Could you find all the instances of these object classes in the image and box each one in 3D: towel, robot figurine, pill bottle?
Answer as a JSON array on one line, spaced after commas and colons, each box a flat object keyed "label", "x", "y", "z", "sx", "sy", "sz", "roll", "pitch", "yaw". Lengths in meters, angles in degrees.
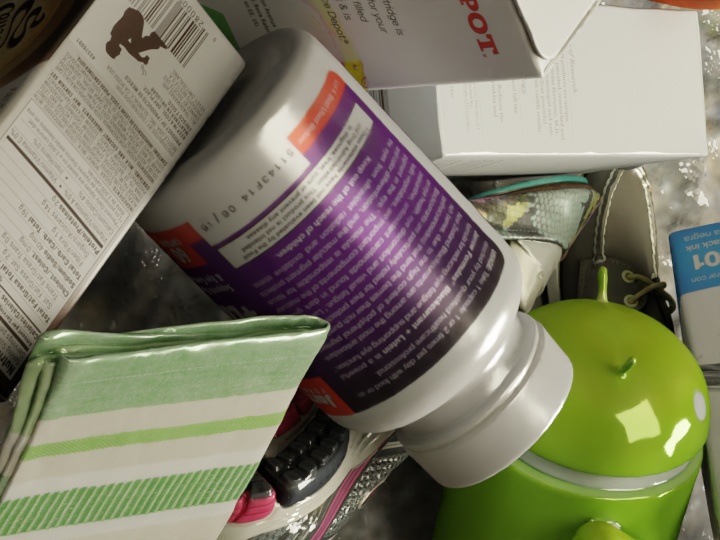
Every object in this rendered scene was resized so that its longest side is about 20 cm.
[{"label": "towel", "x": -0.110, "y": 0.101, "z": 1.211, "sx": 0.152, "sy": 0.023, "sz": 0.200, "roll": -4, "pitch": 132, "yaw": -44}, {"label": "robot figurine", "x": 0.100, "y": 0.101, "z": 1.395, "sx": 0.115, "sy": 0.176, "sz": 0.200, "roll": 4, "pitch": 124, "yaw": -13}, {"label": "pill bottle", "x": 0.000, "y": 0.000, "z": 1.272, "sx": 0.200, "sy": 0.111, "sz": 0.112, "roll": 46, "pitch": 55, "yaw": -20}]

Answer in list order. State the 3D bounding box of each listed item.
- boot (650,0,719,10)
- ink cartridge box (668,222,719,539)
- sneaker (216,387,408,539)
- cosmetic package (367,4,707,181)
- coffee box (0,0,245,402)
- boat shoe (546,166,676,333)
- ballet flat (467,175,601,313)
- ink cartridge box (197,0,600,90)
[{"label": "boot", "x": 0.114, "y": -0.161, "z": 1.441, "sx": 0.107, "sy": 0.200, "sz": 0.075, "roll": -27, "pitch": 122, "yaw": -38}, {"label": "ink cartridge box", "x": 0.213, "y": 0.092, "z": 1.454, "sx": 0.147, "sy": 0.086, "sz": 0.200, "roll": 76, "pitch": 8, "yaw": -46}, {"label": "sneaker", "x": -0.018, "y": 0.080, "z": 1.366, "sx": 0.200, "sy": 0.081, "sz": 0.075, "roll": -34, "pitch": 139, "yaw": -45}, {"label": "cosmetic package", "x": 0.068, "y": -0.087, "z": 1.438, "sx": 0.200, "sy": 0.113, "sz": 0.081, "roll": -4, "pitch": 88, "yaw": -46}, {"label": "coffee box", "x": -0.152, "y": -0.038, "z": 1.214, "sx": 0.080, "sy": 0.113, "sz": 0.200, "roll": 51, "pitch": 54, "yaw": -26}, {"label": "boat shoe", "x": 0.136, "y": 0.034, "z": 1.523, "sx": 0.072, "sy": 0.060, "sz": 0.202, "roll": 17, "pitch": 74, "yaw": -43}, {"label": "ballet flat", "x": 0.046, "y": -0.006, "z": 1.429, "sx": 0.200, "sy": 0.069, "sz": 0.071, "roll": -2, "pitch": 65, "yaw": -41}, {"label": "ink cartridge box", "x": -0.007, "y": -0.159, "z": 1.272, "sx": 0.084, "sy": 0.200, "sz": 0.145, "roll": -52, "pitch": 128, "yaw": -40}]
